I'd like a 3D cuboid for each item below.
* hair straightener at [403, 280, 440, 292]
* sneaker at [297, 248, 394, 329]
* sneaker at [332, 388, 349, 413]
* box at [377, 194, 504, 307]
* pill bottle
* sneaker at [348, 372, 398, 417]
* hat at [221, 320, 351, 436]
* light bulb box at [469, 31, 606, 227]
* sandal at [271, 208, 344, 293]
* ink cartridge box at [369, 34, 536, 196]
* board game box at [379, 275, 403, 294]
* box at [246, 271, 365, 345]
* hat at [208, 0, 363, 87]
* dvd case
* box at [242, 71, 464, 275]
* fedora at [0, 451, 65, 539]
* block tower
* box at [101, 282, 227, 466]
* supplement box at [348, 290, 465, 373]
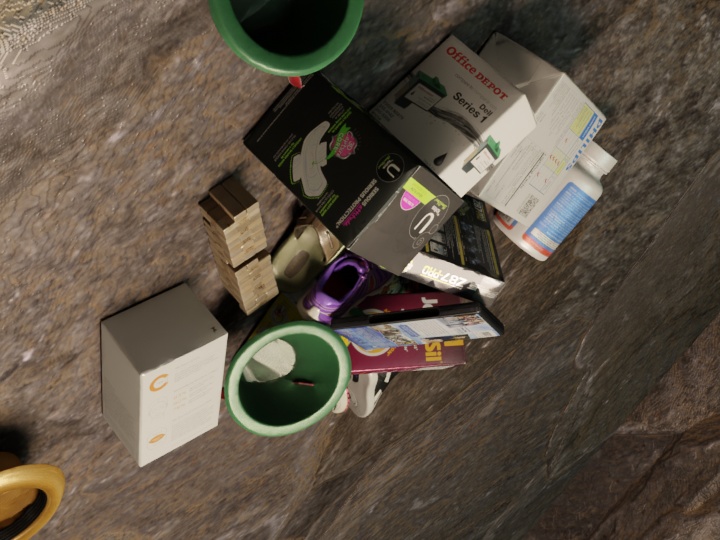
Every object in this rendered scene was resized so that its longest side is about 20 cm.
[{"bbox_3d":[0.108,0.030,1.822,0.077,0.041,0.200,3,168,-4],"label":"hair straightener"},{"bbox_3d":[0.000,0.000,1.577,0.200,0.081,0.083,-49,176,-36],"label":"sneaker"},{"bbox_3d":[-0.060,0.159,1.832,0.074,0.081,0.200,-11,147,-2],"label":"sneaker"},{"bbox_3d":[0.097,-0.050,1.547,0.161,0.200,0.049,18,122,-15],"label":"box"},{"bbox_3d":[0.315,-0.123,1.897,0.200,0.112,0.112,-50,152,13],"label":"pill bottle"},{"bbox_3d":[0.036,0.168,1.939,0.112,0.073,0.200,-32,162,-21],"label":"sneaker"},{"bbox_3d":[-0.133,0.116,1.610,0.199,0.176,0.166,-25,120,-10],"label":"hat"},{"bbox_3d":[0.210,-0.188,1.631,0.199,0.125,0.200,-55,152,7],"label":"light bulb box"},{"bbox_3d":[-0.054,-0.044,1.524,0.201,0.080,0.057,-56,176,24],"label":"sandal"},{"bbox_3d":[0.099,-0.176,1.492,0.200,0.146,0.084,-44,151,-2],"label":"ink cartridge box"},{"bbox_3d":[0.022,0.050,1.835,0.105,0.023,0.200,-35,151,-23],"label":"board game box"},{"bbox_3d":[-0.090,0.104,1.653,0.200,0.117,0.048,-53,156,17],"label":"box"},{"bbox_3d":[-0.104,-0.275,1.197,0.165,0.176,0.201,-11,104,-26],"label":"hat"},{"bbox_3d":[0.077,0.074,1.553,0.199,0.018,0.143,-7,163,18],"label":"dvd case"},{"bbox_3d":[-0.006,-0.114,1.372,0.124,0.200,0.148,-48,152,8],"label":"box"},{"bbox_3d":[-0.458,0.278,1.430,0.200,0.082,0.201,-28,149,-18],"label":"fedora"},{"bbox_3d":[-0.148,-0.027,1.459,0.054,0.058,0.200,-35,150,-18],"label":"block tower"},{"bbox_3d":[-0.250,0.133,1.496,0.124,0.098,0.200,-26,148,-31],"label":"box"},{"bbox_3d":[0.044,0.091,1.713,0.199,0.111,0.086,-3,173,-10],"label":"supplement box"}]
